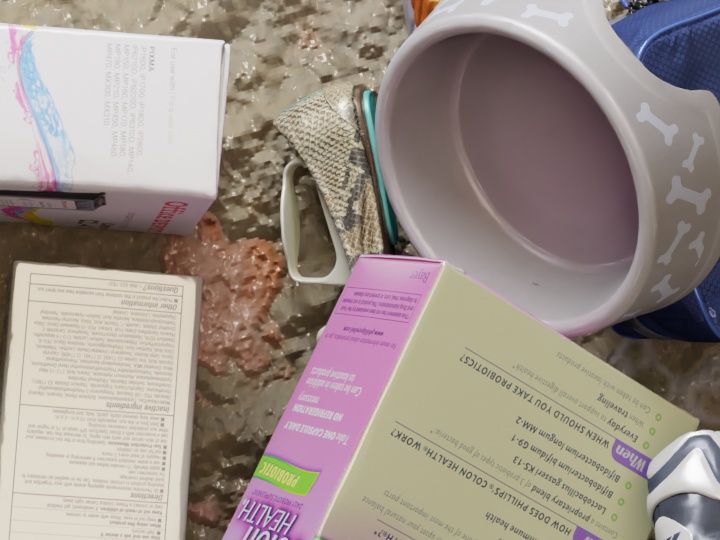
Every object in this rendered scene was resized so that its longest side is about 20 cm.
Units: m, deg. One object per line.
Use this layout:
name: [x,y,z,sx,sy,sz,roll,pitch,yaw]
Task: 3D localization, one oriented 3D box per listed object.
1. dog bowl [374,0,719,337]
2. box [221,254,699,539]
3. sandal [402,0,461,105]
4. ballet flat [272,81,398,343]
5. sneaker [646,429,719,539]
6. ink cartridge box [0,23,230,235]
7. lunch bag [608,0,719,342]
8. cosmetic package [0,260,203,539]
dog bowl: [0.091,-0.056,1.133,0.059,0.200,0.201,-33,91,-40]
box: [0.045,0.121,1.127,0.175,0.097,0.201,30,78,-25]
sandal: [0.051,-0.178,1.233,0.059,0.079,0.208,-11,84,-10]
ballet flat: [0.000,0.000,1.215,0.075,0.068,0.201,-19,88,7]
sneaker: [0.231,0.166,1.088,0.198,0.080,0.130,22,52,-18]
ink cartridge box: [-0.175,-0.073,1.141,0.198,0.148,0.086,5,83,-10]
lunch bag: [0.182,-0.062,1.217,0.135,0.132,0.202,-19,96,-24]
cosmetic package: [-0.142,0.101,1.165,0.103,0.073,0.202,6,83,-11]
